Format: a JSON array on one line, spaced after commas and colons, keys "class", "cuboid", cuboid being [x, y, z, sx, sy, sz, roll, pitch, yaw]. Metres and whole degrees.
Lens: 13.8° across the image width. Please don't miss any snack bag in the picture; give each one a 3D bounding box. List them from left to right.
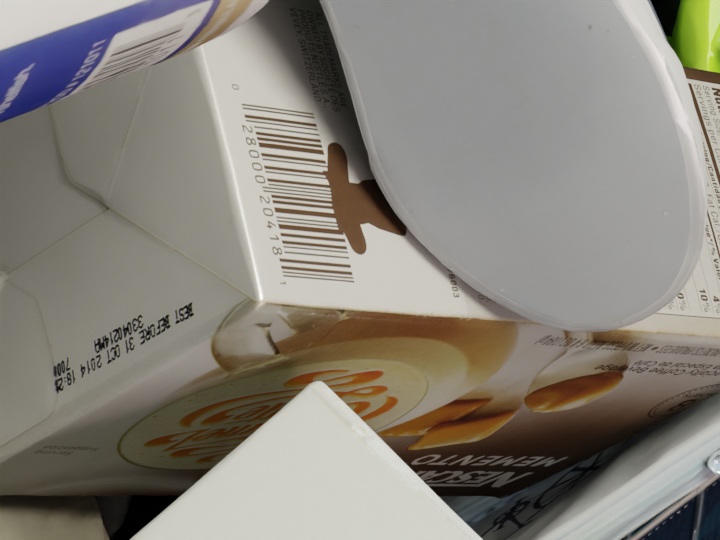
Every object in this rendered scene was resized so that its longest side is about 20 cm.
[{"class": "snack bag", "cuboid": [0.065, 0.047, 0.859, 0.188, 0.021, 0.200, -36, -173, 21]}]

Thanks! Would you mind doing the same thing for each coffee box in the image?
[{"class": "coffee box", "cuboid": [0.000, 0.000, 0.720, 0.114, 0.080, 0.200, -28, 158, 37]}]

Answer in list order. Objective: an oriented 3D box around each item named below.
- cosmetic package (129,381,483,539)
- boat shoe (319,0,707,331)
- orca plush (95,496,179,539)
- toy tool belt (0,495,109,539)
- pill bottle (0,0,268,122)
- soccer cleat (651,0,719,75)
[{"class": "cosmetic package", "cuboid": [-0.052, 0.129, 0.641, 0.200, 0.071, 0.102, -40, 149, -10]}, {"class": "boat shoe", "cuboid": [0.018, -0.079, 0.626, 0.073, 0.065, 0.200, -17, 119, 23]}, {"class": "orca plush", "cuboid": [-0.036, 0.087, 0.863, 0.200, 0.071, 0.105, -50, 153, 7]}, {"class": "toy tool belt", "cuboid": [-0.123, 0.095, 0.731, 0.123, 0.125, 0.200, -24, 161, 30]}, {"class": "pill bottle", "cuboid": [-0.113, -0.067, 0.501, 0.200, 0.116, 0.116, -24, 146, -36]}, {"class": "soccer cleat", "cuboid": [0.096, -0.121, 0.783, 0.067, 0.081, 0.201, -12, 119, -22]}]
